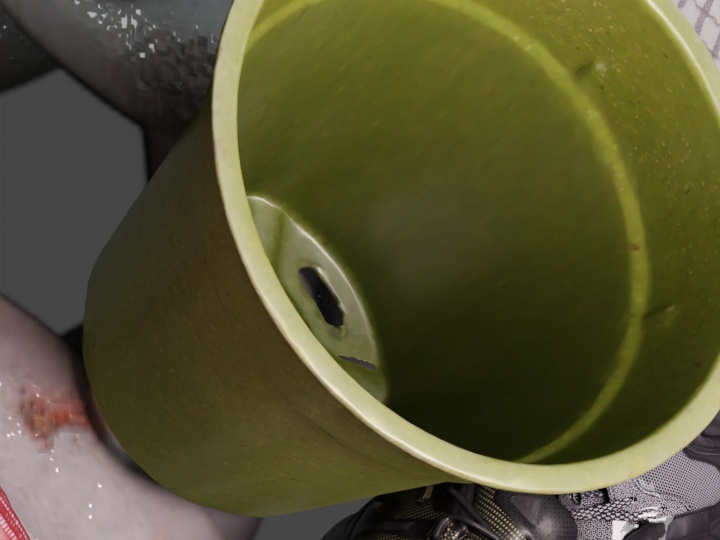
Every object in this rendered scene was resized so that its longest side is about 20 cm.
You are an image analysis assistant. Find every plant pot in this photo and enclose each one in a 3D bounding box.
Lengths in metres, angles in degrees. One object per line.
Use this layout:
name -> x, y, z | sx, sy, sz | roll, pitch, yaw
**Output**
plant pot -> 0.000, 0.000, 0.950 | 0.199, 0.190, 0.201 | 11, 66, -26

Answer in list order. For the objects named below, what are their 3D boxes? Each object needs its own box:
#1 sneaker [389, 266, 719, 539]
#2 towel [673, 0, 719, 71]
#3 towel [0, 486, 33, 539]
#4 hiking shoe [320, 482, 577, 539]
sneaker -> 0.084, 0.076, 1.084 | 0.200, 0.075, 0.114 | 30, 63, -33
towel -> 0.113, -0.158, 1.141 | 0.165, 0.085, 0.201 | 37, 61, -29
towel -> -0.089, 0.102, 0.806 | 0.023, 0.144, 0.201 | -30, 104, -9
hiking shoe -> 0.023, 0.109, 0.961 | 0.076, 0.101, 0.200 | 40, 18, -11
